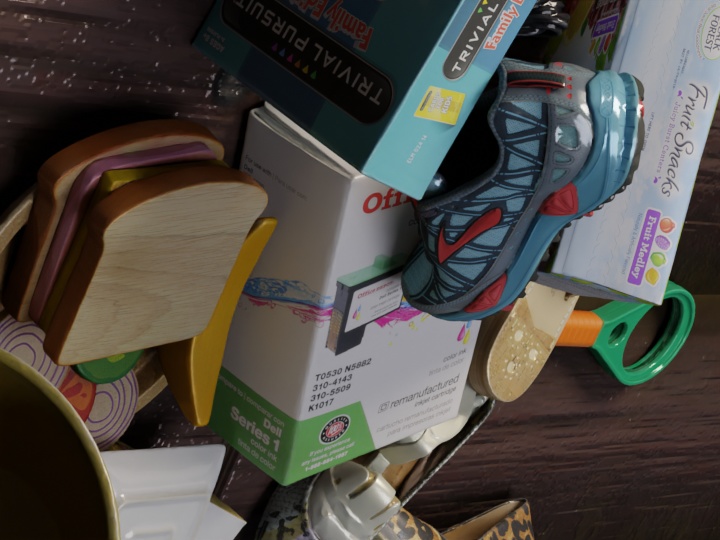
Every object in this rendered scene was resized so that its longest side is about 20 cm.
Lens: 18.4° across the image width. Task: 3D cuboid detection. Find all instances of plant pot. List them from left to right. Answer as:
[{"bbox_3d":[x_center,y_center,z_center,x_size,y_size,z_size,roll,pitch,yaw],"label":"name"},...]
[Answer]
[{"bbox_3d":[-0.201,0.134,1.048,0.200,0.200,0.142,-50,171,-4],"label":"plant pot"}]

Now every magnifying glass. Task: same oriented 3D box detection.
[{"bbox_3d":[0.168,0.041,1.530,0.200,0.022,0.080,3,117,-53],"label":"magnifying glass"}]

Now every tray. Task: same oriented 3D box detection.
[{"bbox_3d":[-0.139,0.187,1.219,0.107,0.022,0.200,1,117,-49],"label":"tray"}]

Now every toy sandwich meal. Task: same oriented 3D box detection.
[{"bbox_3d":[-0.119,0.018,1.120,0.205,0.070,0.205,-30,140,-30],"label":"toy sandwich meal"}]

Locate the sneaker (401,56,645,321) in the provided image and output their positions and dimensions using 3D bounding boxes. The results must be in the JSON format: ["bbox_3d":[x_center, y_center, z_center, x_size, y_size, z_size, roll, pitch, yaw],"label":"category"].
[{"bbox_3d":[0.057,-0.047,1.105,0.095,0.079,0.200,15,143,-20],"label":"sneaker"}]

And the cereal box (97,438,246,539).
[{"bbox_3d":[-0.166,0.193,1.245,0.200,0.040,0.144,-53,146,-1],"label":"cereal box"}]

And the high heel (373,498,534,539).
[{"bbox_3d":[0.053,0.166,1.488,0.143,0.071,0.200,-61,139,-32],"label":"high heel"}]

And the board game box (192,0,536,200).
[{"bbox_3d":[0.021,-0.157,1.059,0.047,0.151,0.200,22,102,-46],"label":"board game box"}]

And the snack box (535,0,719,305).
[{"bbox_3d":[0.134,-0.071,1.212,0.200,0.068,0.169,-164,-90,-85],"label":"snack box"}]

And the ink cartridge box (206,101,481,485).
[{"bbox_3d":[0.000,0.000,1.233,0.145,0.084,0.200,-18,132,-41],"label":"ink cartridge box"}]

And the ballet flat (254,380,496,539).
[{"bbox_3d":[0.013,0.116,1.362,0.200,0.072,0.072,-46,145,-14],"label":"ballet flat"}]

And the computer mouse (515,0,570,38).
[{"bbox_3d":[0.078,-0.152,1.138,0.044,0.110,0.200,53,35,-17],"label":"computer mouse"}]

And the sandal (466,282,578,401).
[{"bbox_3d":[0.142,-0.010,1.357,0.078,0.070,0.212,42,71,-45],"label":"sandal"}]
